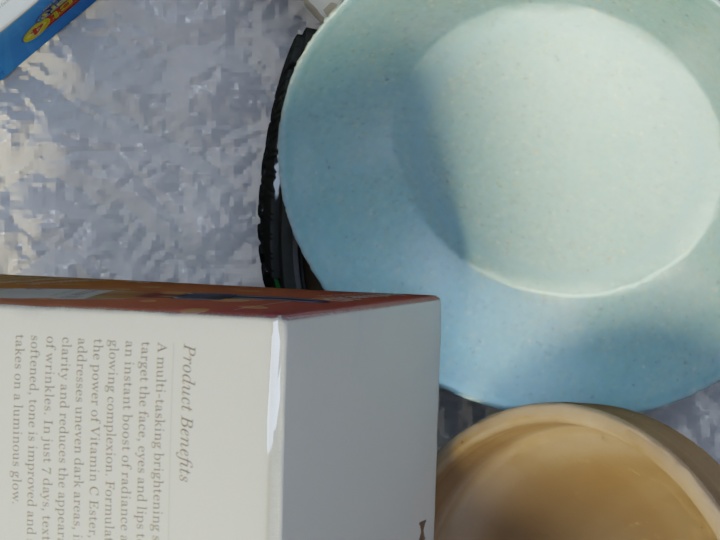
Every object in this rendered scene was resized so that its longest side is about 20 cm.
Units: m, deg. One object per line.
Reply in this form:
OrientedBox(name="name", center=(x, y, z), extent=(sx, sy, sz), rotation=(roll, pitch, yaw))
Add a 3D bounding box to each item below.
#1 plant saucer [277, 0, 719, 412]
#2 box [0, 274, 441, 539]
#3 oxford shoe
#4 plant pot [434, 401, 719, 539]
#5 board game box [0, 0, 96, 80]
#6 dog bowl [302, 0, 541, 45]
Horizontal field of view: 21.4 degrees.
OrientedBox(name="plant saucer", center=(0.070, -0.037, 0.704), extent=(0.201, 0.039, 0.201), rotation=(8, 123, 12))
OrientedBox(name="box", center=(-0.088, 0.059, 0.688), extent=(0.200, 0.152, 0.107), rotation=(2, 92, 21))
OrientedBox(name="oxford shoe", center=(0.000, 0.000, 0.783), extent=(0.084, 0.073, 0.200), rotation=(-4, 94, -5))
OrientedBox(name="plant pot", center=(0.102, 0.150, 0.728), extent=(0.093, 0.201, 0.201), rotation=(2, 79, -42))
OrientedBox(name="board game box", center=(-0.208, -0.166, 0.804), extent=(0.200, 0.056, 0.196), rotation=(-41, 85, -7))
OrientedBox(name="dog bowl", center=(0.051, -0.161, 0.764), extent=(0.200, 0.059, 0.200), rotation=(-9, 45, 9))
